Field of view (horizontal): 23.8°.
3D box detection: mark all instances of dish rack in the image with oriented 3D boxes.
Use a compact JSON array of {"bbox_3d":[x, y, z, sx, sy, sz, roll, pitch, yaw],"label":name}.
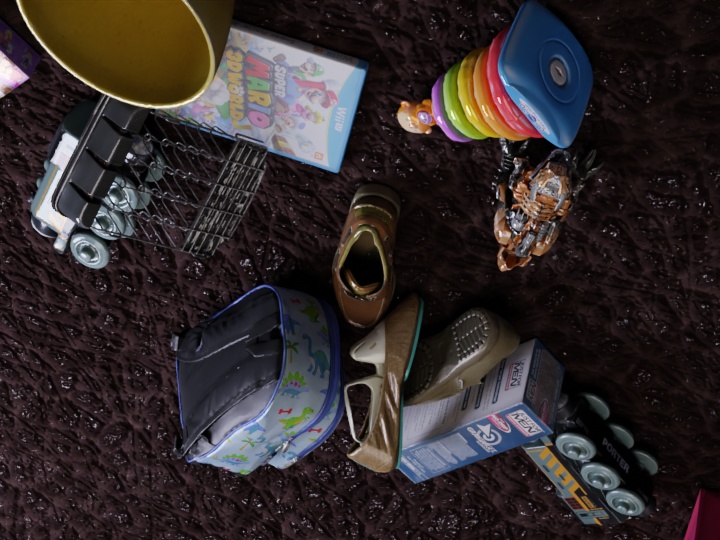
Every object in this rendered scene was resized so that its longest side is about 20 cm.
[{"bbox_3d":[-0.192,-0.093,1.706,0.200,0.055,0.154,15,112,-44],"label":"dish rack"}]

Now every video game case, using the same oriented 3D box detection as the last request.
[{"bbox_3d":[-0.101,-0.181,1.705,0.199,0.018,0.143,17,136,0],"label":"video game case"}]

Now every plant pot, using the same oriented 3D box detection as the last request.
[{"bbox_3d":[-0.191,-0.267,1.546,0.200,0.142,0.200,19,145,14],"label":"plant pot"}]

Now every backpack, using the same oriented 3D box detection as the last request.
[{"bbox_3d":[-0.100,0.117,1.893,0.147,0.183,0.200,17,143,-33],"label":"backpack"}]

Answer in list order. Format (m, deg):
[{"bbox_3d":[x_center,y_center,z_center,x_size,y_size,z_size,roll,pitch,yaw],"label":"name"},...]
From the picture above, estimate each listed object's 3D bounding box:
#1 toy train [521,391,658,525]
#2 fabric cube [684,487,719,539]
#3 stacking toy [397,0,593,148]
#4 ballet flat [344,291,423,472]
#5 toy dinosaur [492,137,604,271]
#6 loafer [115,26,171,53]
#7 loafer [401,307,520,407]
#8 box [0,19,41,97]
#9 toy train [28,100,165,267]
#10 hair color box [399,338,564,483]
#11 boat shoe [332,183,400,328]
[{"bbox_3d":[0.255,0.215,1.946,0.114,0.085,0.200,-15,128,42],"label":"toy train"},{"bbox_3d":[0.464,0.404,1.977,0.199,0.200,0.197,13,137,7],"label":"fabric cube"},{"bbox_3d":[0.109,-0.163,1.611,0.200,0.110,0.116,-13,132,42],"label":"stacking toy"},{"bbox_3d":[0.020,0.120,1.860,0.072,0.068,0.201,8,96,-8],"label":"ballet flat"},{"bbox_3d":[0.160,-0.062,1.648,0.102,0.136,0.200,30,145,-19],"label":"toy dinosaur"},{"bbox_3d":[-0.242,-0.226,1.659,0.200,0.068,0.070,25,134,5],"label":"loafer"},{"bbox_3d":[0.102,0.105,1.881,0.067,0.076,0.200,16,151,-31],"label":"loafer"},{"bbox_3d":[-0.444,-0.245,1.736,0.137,0.039,0.200,-27,121,36],"label":"box"},{"bbox_3d":[-0.284,-0.088,1.807,0.114,0.085,0.200,35,137,-1],"label":"toy train"},{"bbox_3d":[0.128,0.159,1.912,0.200,0.100,0.061,-26,122,36],"label":"hair color box"},{"bbox_3d":[0.000,0.000,1.817,0.072,0.068,0.200,9,137,7],"label":"boat shoe"}]
